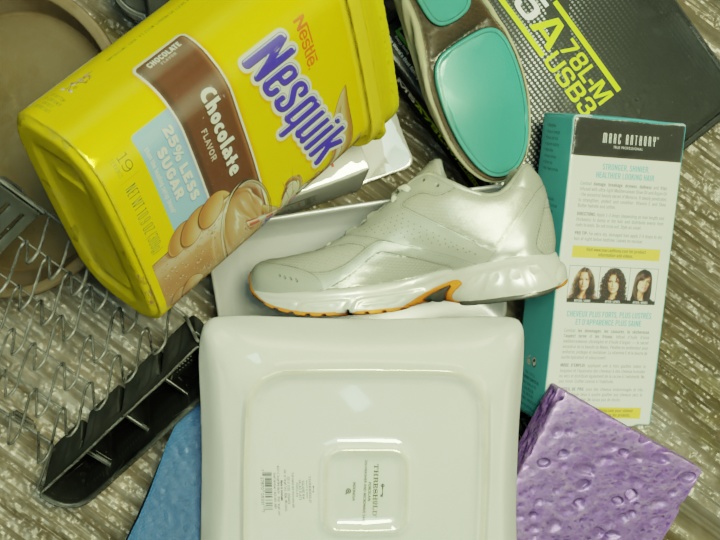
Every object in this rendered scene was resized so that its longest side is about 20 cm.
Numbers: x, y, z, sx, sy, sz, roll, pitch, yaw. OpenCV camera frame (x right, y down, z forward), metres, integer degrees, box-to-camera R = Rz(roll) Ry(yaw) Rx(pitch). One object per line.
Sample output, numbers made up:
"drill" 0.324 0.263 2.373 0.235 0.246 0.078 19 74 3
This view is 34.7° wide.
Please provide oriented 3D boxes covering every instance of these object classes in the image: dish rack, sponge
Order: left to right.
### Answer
"dish rack" -0.201 0.040 0.699 0.153 0.055 0.200 -42 118 14
"sponge" 0.124 0.185 0.745 0.111 0.030 0.201 27 95 -12

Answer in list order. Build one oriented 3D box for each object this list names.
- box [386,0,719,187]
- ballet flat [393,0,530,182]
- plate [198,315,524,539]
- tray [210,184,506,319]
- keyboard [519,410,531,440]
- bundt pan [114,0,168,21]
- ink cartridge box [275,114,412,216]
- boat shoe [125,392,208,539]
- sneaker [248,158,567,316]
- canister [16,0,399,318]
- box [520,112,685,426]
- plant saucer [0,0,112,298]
"box" 0.137 -0.140 0.808 0.193 0.048 0.201 -36 91 -6
"ballet flat" 0.056 -0.154 0.741 0.069 0.069 0.201 -24 109 -8
"plate" 0.002 0.129 0.693 0.198 0.032 0.201 1 96 -5
"tray" 0.000 0.000 0.775 0.198 0.022 0.108 -9 119 -7
"keyboard" 0.103 0.145 0.777 0.104 0.040 0.201 -32 86 -9
"bundt pan" -0.078 -0.240 0.754 0.200 0.076 0.203 -1 61 3
"ink cartridge box" -0.070 -0.095 0.775 0.199 0.068 0.117 -20 85 -8
"boat shoe" -0.101 0.137 0.747 0.084 0.069 0.201 36 85 10
"sneaker" 0.026 -0.021 0.727 0.198 0.076 0.093 -6 89 4
"canister" -0.078 -0.086 0.644 0.086 0.149 0.200 30 62 31
"box" 0.156 0.000 0.762 0.082 0.049 0.202 2 98 -17
"plant saucer" -0.224 -0.083 0.741 0.198 0.029 0.202 1 93 21
